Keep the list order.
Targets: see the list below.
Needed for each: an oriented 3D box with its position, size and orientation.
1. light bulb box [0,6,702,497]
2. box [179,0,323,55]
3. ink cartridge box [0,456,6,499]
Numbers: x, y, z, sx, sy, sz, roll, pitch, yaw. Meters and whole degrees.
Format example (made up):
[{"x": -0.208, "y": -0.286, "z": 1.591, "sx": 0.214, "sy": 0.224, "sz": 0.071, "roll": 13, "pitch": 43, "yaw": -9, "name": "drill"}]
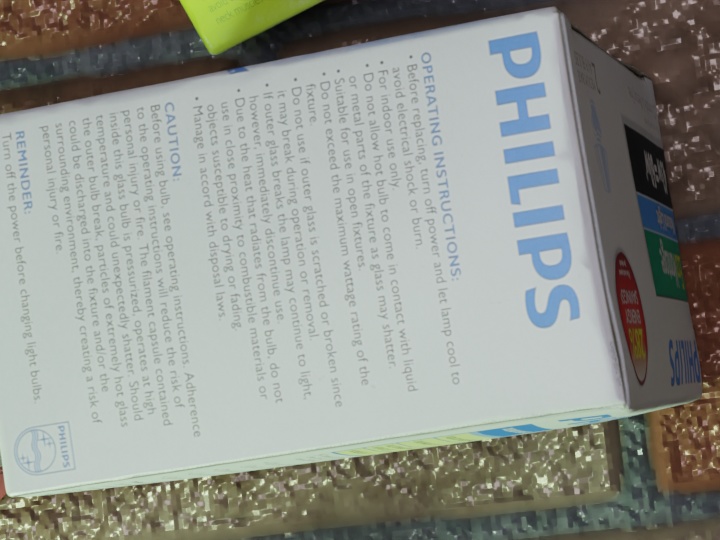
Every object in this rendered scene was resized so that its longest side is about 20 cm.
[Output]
[{"x": 0.000, "y": 0.000, "z": 0.799, "sx": 0.199, "sy": 0.198, "sz": 0.126, "roll": -10, "pitch": 86, "yaw": 14, "name": "light bulb box"}, {"x": -0.052, "y": -0.191, "z": 0.849, "sx": 0.122, "sy": 0.048, "sz": 0.201, "roll": -21, "pitch": 104, "yaw": 41, "name": "box"}, {"x": -0.235, "y": 0.124, "z": 0.902, "sx": 0.200, "sy": 0.116, "sz": 0.068, "roll": -45, "pitch": 76, "yaw": 10, "name": "ink cartridge box"}]
